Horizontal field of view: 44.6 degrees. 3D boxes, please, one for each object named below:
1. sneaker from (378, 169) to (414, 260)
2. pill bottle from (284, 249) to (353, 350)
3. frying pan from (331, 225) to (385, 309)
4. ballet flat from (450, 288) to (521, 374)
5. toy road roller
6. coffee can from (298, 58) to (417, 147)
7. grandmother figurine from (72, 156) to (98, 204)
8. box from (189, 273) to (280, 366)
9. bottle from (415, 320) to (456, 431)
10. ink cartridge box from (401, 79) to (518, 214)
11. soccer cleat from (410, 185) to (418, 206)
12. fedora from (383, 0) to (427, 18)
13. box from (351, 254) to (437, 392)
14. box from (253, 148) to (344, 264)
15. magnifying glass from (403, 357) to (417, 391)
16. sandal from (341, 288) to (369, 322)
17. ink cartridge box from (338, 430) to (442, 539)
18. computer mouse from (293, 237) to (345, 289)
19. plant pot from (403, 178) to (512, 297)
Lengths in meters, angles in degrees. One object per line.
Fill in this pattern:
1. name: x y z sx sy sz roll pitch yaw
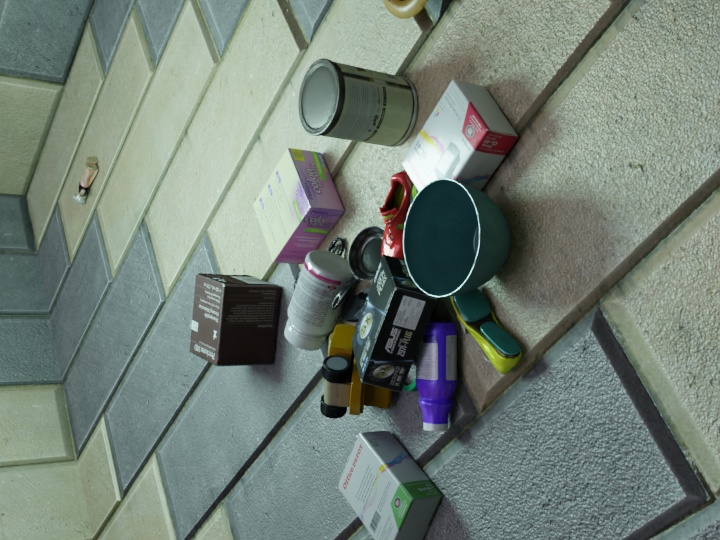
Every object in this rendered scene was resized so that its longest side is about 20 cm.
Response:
1. sneaker: 0.065 -0.101 1.739 0.076 0.084 0.203 19 104 40
2. pill bottle: -0.096 0.068 1.935 0.113 0.112 0.202 47 124 44
3. frying pan: 0.013 0.002 1.826 0.114 0.031 0.193 13 86 40
4. ballet flat: 0.214 0.104 1.559 0.201 0.066 0.068 55 151 37
5. toy road roller: -0.003 0.214 1.811 0.201 0.143 0.125 -80 -4 -61
6. coffee can: -0.005 -0.332 1.762 0.145 0.198 0.149 -6 83 53
7. grandmother figurine: -1.033 -0.326 3.297 0.122 0.060 0.201 -85 22 -47
8. box: -0.314 0.120 2.189 0.165 0.162 0.204 14 99 53
9. bottle: 0.142 0.197 1.643 0.083 0.064 0.204 -5 85 59
10. ink cartridge box: 0.177 -0.221 1.604 0.201 0.085 0.149 -56 47 34
11. soccer cleat: 0.128 -0.072 1.683 0.081 0.067 0.203 132 129 -57
12. fedora: 0.113 -0.595 1.717 0.199 0.081 0.204 8 100 53
13. box: 0.059 0.098 1.668 0.164 0.085 0.203 -107 34 -66
14. box: -0.146 -0.146 2.034 0.201 0.096 0.178 -52 49 40
15. magnifying glass: 0.074 0.155 1.779 0.080 0.022 0.201 -55 49 36
16. sandal: 0.007 0.073 1.826 0.199 0.042 0.077 -22 52 57
17. ink cartridge box: 0.054 0.435 1.733 0.200 0.083 0.147 45 123 45
18. computer mouse: -0.089 -0.004 2.008 0.200 0.034 0.059 -46 61 34
19. plant pot: 0.187 -0.053 1.538 0.199 0.133 0.204 -5 83 54
